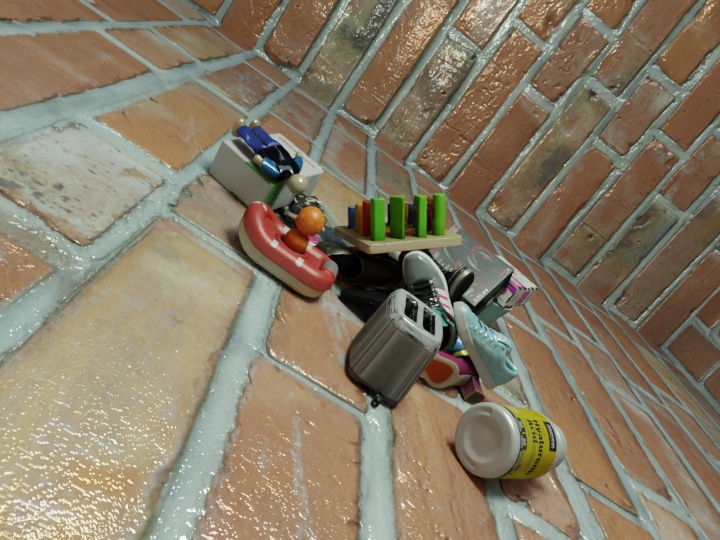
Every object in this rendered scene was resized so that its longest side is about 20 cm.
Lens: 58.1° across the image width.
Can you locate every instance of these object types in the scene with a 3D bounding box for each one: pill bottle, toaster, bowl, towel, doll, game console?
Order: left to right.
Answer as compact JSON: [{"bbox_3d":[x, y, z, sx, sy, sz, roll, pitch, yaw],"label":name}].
[{"bbox_3d":[-0.168,-0.226,1.290,0.136,0.049,0.200,-11,52,-49],"label":"doll"},{"bbox_3d":[-0.103,-0.104,1.451,0.191,0.035,0.201,15,31,-45],"label":"towel"},{"bbox_3d":[0.068,0.106,1.265,0.174,0.118,0.199,12,5,27],"label":"game console"},{"bbox_3d":[0.057,0.117,1.029,0.113,0.130,0.200,35,18,-3],"label":"toaster"},{"bbox_3d":[0.262,0.068,1.591,0.200,0.105,0.201,34,18,-13],"label":"bowl"},{"bbox_3d":[0.248,0.275,1.035,0.199,0.112,0.112,19,25,-45],"label":"pill bottle"}]

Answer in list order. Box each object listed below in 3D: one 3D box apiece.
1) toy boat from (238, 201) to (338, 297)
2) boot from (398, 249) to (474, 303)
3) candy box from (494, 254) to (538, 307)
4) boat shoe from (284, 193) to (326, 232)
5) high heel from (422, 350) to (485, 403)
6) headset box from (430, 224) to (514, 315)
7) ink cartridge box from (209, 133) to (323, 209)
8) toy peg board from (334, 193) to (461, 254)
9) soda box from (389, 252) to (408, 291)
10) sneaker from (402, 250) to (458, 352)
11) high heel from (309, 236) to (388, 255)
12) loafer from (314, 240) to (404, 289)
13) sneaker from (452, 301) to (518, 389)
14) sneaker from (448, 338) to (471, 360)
[{"bbox_3d":[-0.112,-0.057,1.134,0.199,0.131,0.131,35,17,-7],"label":"toy boat"},{"bbox_3d":[0.150,-0.001,1.317,0.151,0.073,0.200,50,-11,12],"label":"boot"},{"bbox_3d":[0.346,0.023,1.592,0.136,0.061,0.199,45,19,23],"label":"candy box"},{"bbox_3d":[-0.101,-0.116,1.260,0.073,0.061,0.200,29,1,-15],"label":"boat shoe"},{"bbox_3d":[0.155,0.170,1.188,0.200,0.067,0.097,42,20,-40],"label":"high heel"},{"bbox_3d":[0.218,-0.001,1.459,0.148,0.075,0.200,-36,63,-27],"label":"headset box"},{"bbox_3d":[-0.195,-0.209,1.373,0.145,0.084,0.200,41,30,13],"label":"ink cartridge box"},{"bbox_3d":[0.071,-0.109,1.295,0.198,0.099,0.199,-5,16,-20],"label":"toy peg board"},{"bbox_3d":[0.066,-0.014,1.485,0.067,0.064,0.200,31,18,-20],"label":"soda box"},{"bbox_3d":[0.123,0.069,1.188,0.202,0.083,0.121,66,17,-9],"label":"sneaker"},{"bbox_3d":[-0.039,-0.049,1.313,0.199,0.096,0.068,32,18,-18],"label":"high heel"},{"bbox_3d":[0.000,0.000,1.272,0.198,0.074,0.071,12,14,-17],"label":"loafer"},{"bbox_3d":[0.235,0.128,1.198,0.201,0.081,0.074,59,16,-28],"label":"sneaker"},{"bbox_3d":[0.229,0.150,1.341,0.199,0.066,0.079,16,52,-54],"label":"sneaker"}]
